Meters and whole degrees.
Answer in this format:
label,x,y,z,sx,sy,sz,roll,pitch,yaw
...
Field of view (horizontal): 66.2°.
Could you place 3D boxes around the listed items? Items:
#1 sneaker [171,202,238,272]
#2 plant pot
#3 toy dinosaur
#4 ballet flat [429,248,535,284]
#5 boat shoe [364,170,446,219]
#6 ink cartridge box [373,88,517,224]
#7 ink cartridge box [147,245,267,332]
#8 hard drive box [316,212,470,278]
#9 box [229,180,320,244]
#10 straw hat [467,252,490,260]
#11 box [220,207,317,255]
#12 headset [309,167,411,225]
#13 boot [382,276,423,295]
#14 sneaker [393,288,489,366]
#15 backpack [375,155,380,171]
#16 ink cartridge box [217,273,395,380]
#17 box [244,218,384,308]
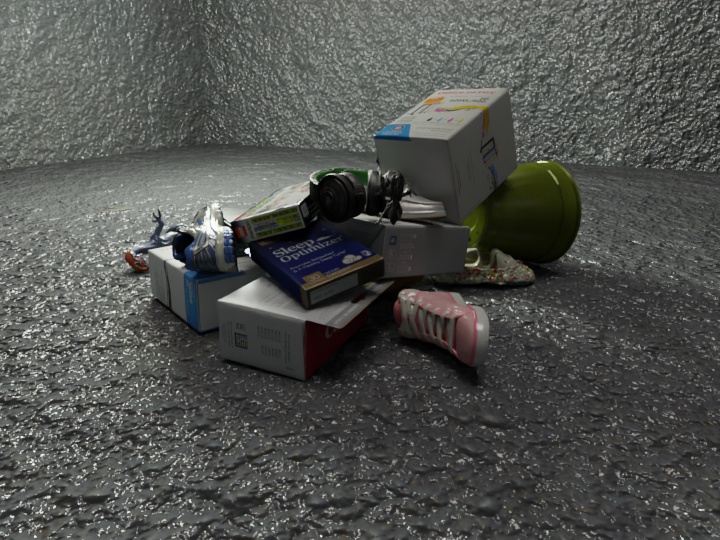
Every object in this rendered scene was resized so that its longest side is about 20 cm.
label,x,y,z,sx,sy,sz,roll,pitch,yaw
sneaker,-0.244,-0.051,0.833,0.084,0.078,0.200,-10,22,-20
plant pot,0.274,-0.111,1.051,0.191,0.203,0.200,-2,17,-27
toy dinosaur,-0.393,-0.041,1.133,0.180,0.106,0.200,-26,-9,-29
ballet flat,0.220,-0.007,0.992,0.197,0.065,0.076,-1,19,-4
boat shoe,0.046,-0.120,0.861,0.198,0.070,0.070,15,12,37
ink cartridge box,0.148,-0.198,0.925,0.146,0.146,0.200,14,43,39
ink cartridge box,-0.236,0.014,0.891,0.144,0.085,0.199,-14,23,-37
hard drive box,0.051,-0.046,0.872,0.198,0.078,0.155,-4,15,-42
box,-0.109,-0.099,0.852,0.109,0.035,0.200,-12,18,17
straw hat,0.201,-0.074,1.154,0.198,0.086,0.201,1,19,0
box,-0.149,-0.073,0.961,0.198,0.052,0.157,-5,20,-28
headset,0.004,-0.116,0.756,0.122,0.095,0.200,-8,29,-24
boot,0.000,-0.001,0.983,0.200,0.072,0.143,19,20,37
sneaker,0.099,0.073,0.731,0.103,0.076,0.200,3,10,-5
backpack,0.111,-0.152,1.254,0.134,0.185,0.199,5,22,-47
ink cartridge box,-0.064,0.061,0.754,0.173,0.085,0.200,10,21,22
box,-0.073,-0.022,0.761,0.120,0.033,0.199,-22,33,-28
